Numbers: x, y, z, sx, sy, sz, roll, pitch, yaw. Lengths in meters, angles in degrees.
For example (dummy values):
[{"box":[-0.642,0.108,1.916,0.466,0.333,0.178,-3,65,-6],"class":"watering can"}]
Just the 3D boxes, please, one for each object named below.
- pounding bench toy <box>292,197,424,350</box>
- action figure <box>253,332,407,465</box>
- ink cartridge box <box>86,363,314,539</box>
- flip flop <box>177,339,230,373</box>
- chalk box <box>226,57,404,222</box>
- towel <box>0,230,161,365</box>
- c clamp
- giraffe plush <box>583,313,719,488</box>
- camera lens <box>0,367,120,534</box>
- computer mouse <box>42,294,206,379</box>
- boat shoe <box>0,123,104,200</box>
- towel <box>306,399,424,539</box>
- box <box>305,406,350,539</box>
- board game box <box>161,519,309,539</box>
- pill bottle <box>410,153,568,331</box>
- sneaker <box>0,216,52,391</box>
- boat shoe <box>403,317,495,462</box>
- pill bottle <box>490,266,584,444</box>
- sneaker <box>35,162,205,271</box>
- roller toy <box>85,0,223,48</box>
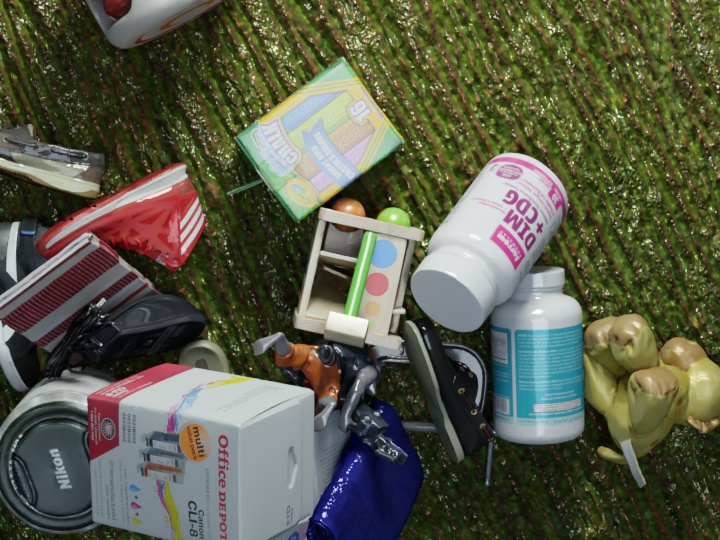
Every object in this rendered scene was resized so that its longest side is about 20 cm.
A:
[{"box":[0.000,0.000,1.619,0.123,0.200,0.157,12,93,-4],"class":"pounding bench toy"},{"box":[-0.015,0.128,1.597,0.200,0.193,0.105,38,106,16],"class":"action figure"},{"box":[-0.165,0.196,1.500,0.199,0.144,0.146,6,103,29],"class":"ink cartridge box"},{"box":[-0.177,0.184,1.710,0.080,0.058,0.201,-10,99,-1],"class":"flip flop"},{"box":[-0.065,-0.137,1.641,0.200,0.124,0.124,-37,97,3],"class":"chalk box"},{"box":[-0.323,0.034,1.627,0.144,0.200,0.023,-37,64,1],"class":"towel"},{"box":[0.078,0.168,1.735,0.198,0.027,0.172,10,97,-4],"class":"c clamp"},{"box":[0.368,0.140,1.694,0.161,0.172,0.201,-14,87,-22],"class":"giraffe plush"},{"box":[-0.330,0.202,1.634,0.159,0.200,0.161,0,98,-3],"class":"camera lens"},{"box":[-0.268,0.062,1.648,0.138,0.199,0.053,-45,64,39],"class":"computer mouse"},{"box":[-0.395,-0.139,1.658,0.199,0.073,0.065,19,85,-8],"class":"boat shoe"},{"box":[0.005,0.268,1.658,0.049,0.200,0.148,-1,130,31],"class":"towel"},{"box":[-0.080,0.263,1.683,0.124,0.097,0.202,0,99,27],"class":"box"},{"box":[-0.152,0.318,1.646,0.041,0.200,0.201,-12,126,-41],"class":"board game box"},{"box":[0.147,-0.031,1.624,0.113,0.113,0.200,42,57,-7],"class":"pill bottle"},{"box":[-0.380,0.037,1.674,0.111,0.073,0.201,-12,96,1],"class":"sneaker"},{"box":[0.103,0.133,1.669,0.063,0.074,0.202,-28,119,-8],"class":"boat shoe"},{"box":[0.211,0.098,1.690,0.110,0.111,0.202,-2,98,-2],"class":"pill bottle"},{"box":[-0.268,-0.035,1.653,0.199,0.078,0.116,-29,101,-14],"class":"sneaker"},{"box":[-0.227,-0.345,1.574,0.182,0.200,0.140,-28,97,7],"class":"roller toy"}]
